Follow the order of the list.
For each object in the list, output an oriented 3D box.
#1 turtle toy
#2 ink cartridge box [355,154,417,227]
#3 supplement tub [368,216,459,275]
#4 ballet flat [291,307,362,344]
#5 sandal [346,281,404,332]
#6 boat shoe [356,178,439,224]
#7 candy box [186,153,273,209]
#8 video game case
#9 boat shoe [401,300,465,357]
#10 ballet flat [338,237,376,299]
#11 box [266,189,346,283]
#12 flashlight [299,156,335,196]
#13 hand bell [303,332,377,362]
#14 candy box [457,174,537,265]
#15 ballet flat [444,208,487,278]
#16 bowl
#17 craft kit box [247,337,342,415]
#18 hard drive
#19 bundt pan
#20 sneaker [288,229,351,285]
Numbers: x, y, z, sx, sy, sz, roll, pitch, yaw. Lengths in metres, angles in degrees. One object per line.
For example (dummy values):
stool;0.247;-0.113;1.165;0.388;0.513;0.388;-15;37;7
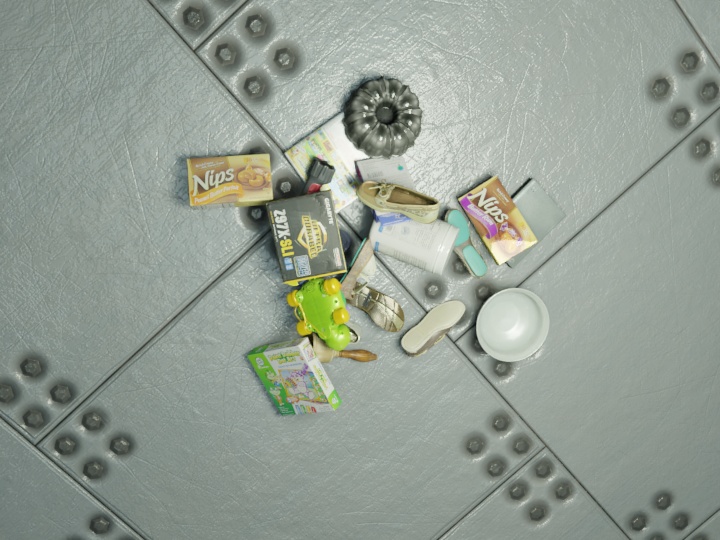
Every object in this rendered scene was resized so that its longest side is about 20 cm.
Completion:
turtle toy;-0.085;0.106;1.647;0.145;0.101;0.201;-17;92;24
ink cartridge box;0.073;-0.189;1.608;0.119;0.042;0.201;-13;60;-12
supplement tub;0.130;-0.081;1.646;0.199;0.132;0.132;23;100;9
ballet flat;-0.084;0.139;1.732;0.199;0.069;0.070;24;99;-11
sandal;0.030;0.087;1.745;0.199;0.054;0.081;31;92;2
boat shoe;0.088;-0.171;1.540;0.199;0.063;0.074;17;60;5
candy box;-0.314;-0.215;1.611;0.199;0.055;0.116;-5;83;-5
video game case;-0.061;-0.263;1.665;0.182;0.023;0.200;-35;105;1
boat shoe;0.197;0.157;1.773;0.200;0.072;0.060;-38;146;-10
ballet flat;0.000;0.000;1.655;0.067;0.068;0.200;31;132;-1
box;-0.128;-0.082;1.598;0.159;0.049;0.201;-10;101;1
flashlight;-0.120;-0.172;1.637;0.067;0.068;0.201;16;113;-30
hand bell;-0.050;0.220;1.757;0.199;0.104;0.105;10;102;-23
candy box;0.348;-0.127;1.697;0.116;0.056;0.201;-31;87;5
ballet flat;0.261;-0.068;1.723;0.068;0.075;0.201;-32;102;-11
bowl;0.393;0.134;1.777;0.200;0.090;0.202;-2;103;-8
craft kit box;-0.170;0.276;1.703;0.199;0.048;0.198;-16;105;39
hard drive;0.423;-0.123;1.752;0.140;0.033;0.200;44;95;-14
bundt pan;0.060;-0.373;1.602;0.201;0.076;0.203;0;88;-8
sneaker;-0.112;-0.034;1.688;0.200;0.082;0.074;-35;83;-8
